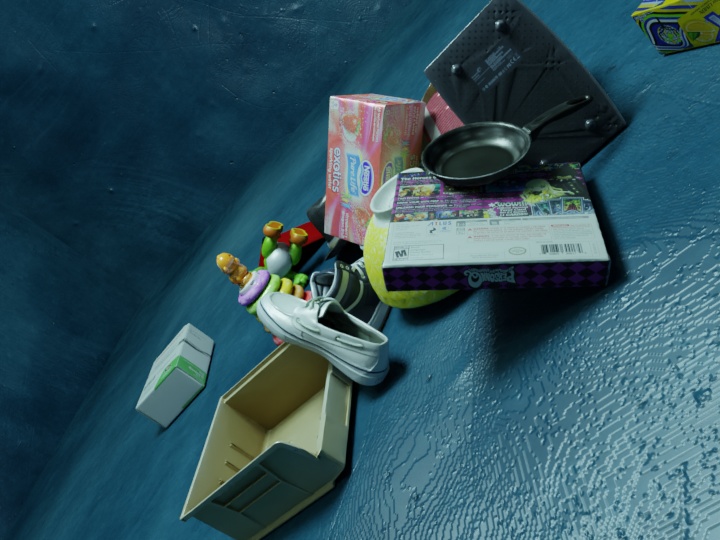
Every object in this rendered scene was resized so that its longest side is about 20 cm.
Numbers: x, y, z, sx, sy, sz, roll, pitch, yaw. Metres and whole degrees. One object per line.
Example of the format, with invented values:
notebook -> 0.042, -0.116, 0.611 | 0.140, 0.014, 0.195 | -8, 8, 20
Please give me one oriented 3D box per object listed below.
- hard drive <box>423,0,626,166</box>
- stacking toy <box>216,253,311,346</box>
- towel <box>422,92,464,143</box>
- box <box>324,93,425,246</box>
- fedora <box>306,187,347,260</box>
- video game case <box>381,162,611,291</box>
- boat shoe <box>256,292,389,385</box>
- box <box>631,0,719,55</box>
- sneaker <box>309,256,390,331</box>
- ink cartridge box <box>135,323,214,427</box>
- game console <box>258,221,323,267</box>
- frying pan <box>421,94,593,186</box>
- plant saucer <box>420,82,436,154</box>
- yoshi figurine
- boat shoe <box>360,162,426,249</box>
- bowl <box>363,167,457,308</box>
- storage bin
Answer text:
hard drive -> 0.184, -0.198, 0.713 | 0.135, 0.200, 0.042 | -43, 6, 21
stacking toy -> -0.156, 0.040, 1.025 | 0.110, 0.200, 0.116 | -44, 21, 17
towel -> 0.153, -0.237, 0.812 | 0.200, 0.023, 0.144 | -47, 37, 30
box -> 0.019, -0.143, 0.892 | 0.102, 0.201, 0.095 | 21, 27, 36
fedora -> -0.037, -0.112, 1.136 | 0.201, 0.092, 0.201 | -51, 6, 8
video game case -> 0.129, -0.048, 0.627 | 0.199, 0.036, 0.181 | -2, 37, 10
boat shoe -> -0.043, 0.063, 0.778 | 0.074, 0.200, 0.067 | -32, -38, -51
box -> 0.374, -0.277, 0.622 | 0.070, 0.064, 0.200 | -52, 19, -4
sneaker -> 0.000, 0.000, 0.888 | 0.070, 0.108, 0.200 | -29, 29, 46
ink cartridge box -> -0.417, 0.234, 1.433 | 0.146, 0.084, 0.200 | -46, 20, 13
game console -> -0.159, -0.021, 1.419 | 0.200, 0.118, 0.173 | -139, 57, -71
frying pan -> 0.150, -0.145, 0.683 | 0.190, 0.031, 0.115 | -37, 41, -23
plant saucer -> 0.152, -0.249, 0.978 | 0.200, 0.035, 0.200 | -44, -25, -26
yoshi figurine -> -0.171, 0.013, 1.239 | 0.112, 0.112, 0.200 | 30, 111, 32
boat shoe -> 0.056, -0.106, 0.994 | 0.200, 0.067, 0.074 | -39, 23, 32
bowl -> 0.073, -0.061, 0.781 | 0.200, 0.108, 0.200 | -30, 29, 19
storage bin -> -0.105, 0.202, 0.784 | 0.199, 0.094, 0.200 | -42, 21, 25
